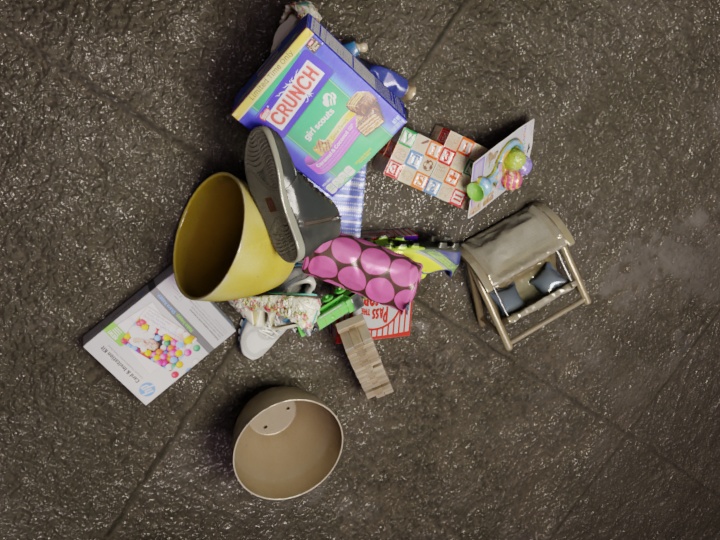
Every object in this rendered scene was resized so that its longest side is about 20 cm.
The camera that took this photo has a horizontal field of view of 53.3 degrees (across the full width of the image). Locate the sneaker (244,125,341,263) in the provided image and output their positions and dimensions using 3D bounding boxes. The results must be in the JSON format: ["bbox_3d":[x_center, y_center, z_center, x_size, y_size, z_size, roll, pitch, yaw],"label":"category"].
[{"bbox_3d":[-0.099,-0.122,1.062,0.106,0.074,0.202,-31,113,-43],"label":"sneaker"}]

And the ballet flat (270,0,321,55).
[{"bbox_3d":[-0.122,-0.316,1.099,0.064,0.075,0.202,-11,123,-64],"label":"ballet flat"}]

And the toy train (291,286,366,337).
[{"bbox_3d":[-0.029,0.055,1.229,0.199,0.056,0.042,-33,119,-24],"label":"toy train"}]

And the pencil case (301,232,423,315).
[{"bbox_3d":[0.000,0.000,1.184,0.198,0.091,0.094,23,127,0],"label":"pencil case"}]

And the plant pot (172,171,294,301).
[{"bbox_3d":[-0.185,-0.037,1.140,0.141,0.200,0.201,17,103,-41],"label":"plant pot"}]

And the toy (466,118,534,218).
[{"bbox_3d":[0.266,-0.177,1.283,0.199,0.047,0.116,-34,139,-33],"label":"toy"}]

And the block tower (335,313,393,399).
[{"bbox_3d":[0.010,0.164,1.322,0.054,0.058,0.201,-22,138,-1],"label":"block tower"}]

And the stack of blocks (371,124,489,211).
[{"bbox_3d":[0.134,-0.195,1.272,0.198,0.059,0.116,19,102,-27],"label":"stack of blocks"}]

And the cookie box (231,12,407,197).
[{"bbox_3d":[-0.060,-0.238,1.058,0.199,0.075,0.171,37,114,-24],"label":"cookie box"}]

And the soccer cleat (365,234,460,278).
[{"bbox_3d":[0.087,-0.017,1.265,0.198,0.065,0.085,0,113,-22],"label":"soccer cleat"}]

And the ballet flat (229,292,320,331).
[{"bbox_3d":[-0.151,0.065,1.183,0.075,0.198,0.065,7,87,-53],"label":"ballet flat"}]

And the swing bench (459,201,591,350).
[{"bbox_3d":[0.309,0.006,1.382,0.198,0.130,0.201,-29,118,-9],"label":"swing bench"}]

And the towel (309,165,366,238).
[{"bbox_3d":[-0.059,-0.144,1.206,0.143,0.024,0.202,3,99,-13],"label":"towel"}]

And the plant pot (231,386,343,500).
[{"bbox_3d":[-0.145,0.289,1.303,0.198,0.134,0.202,-8,113,-19],"label":"plant pot"}]

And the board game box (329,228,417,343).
[{"bbox_3d":[0.023,0.028,1.320,0.150,0.046,0.202,-5,112,-20],"label":"board game box"}]

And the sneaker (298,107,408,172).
[{"bbox_3d":[-0.016,-0.211,1.163,0.198,0.075,0.088,-11,115,5],"label":"sneaker"}]

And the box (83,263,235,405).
[{"bbox_3d":[-0.336,0.107,1.208,0.199,0.041,0.156,-38,119,-3],"label":"box"}]

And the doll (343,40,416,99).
[{"bbox_3d":[-0.012,-0.304,1.176,0.198,0.049,0.137,17,112,-26],"label":"doll"}]

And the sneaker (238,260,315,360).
[{"bbox_3d":[-0.144,0.077,1.249,0.075,0.087,0.201,28,99,-30],"label":"sneaker"}]
